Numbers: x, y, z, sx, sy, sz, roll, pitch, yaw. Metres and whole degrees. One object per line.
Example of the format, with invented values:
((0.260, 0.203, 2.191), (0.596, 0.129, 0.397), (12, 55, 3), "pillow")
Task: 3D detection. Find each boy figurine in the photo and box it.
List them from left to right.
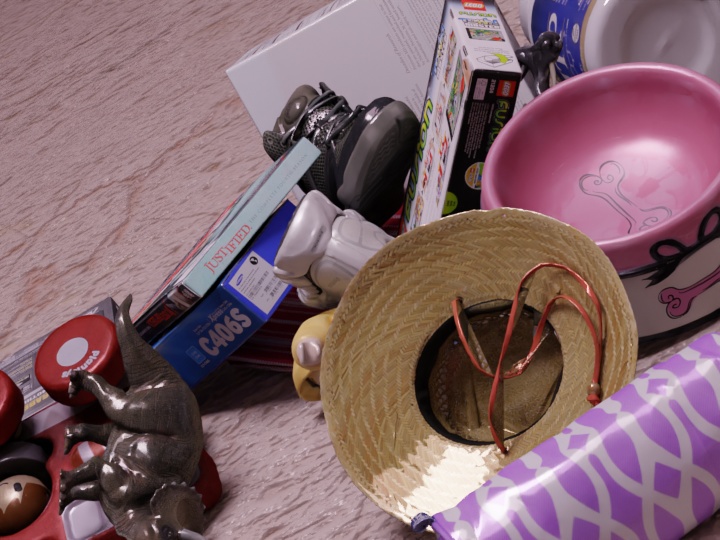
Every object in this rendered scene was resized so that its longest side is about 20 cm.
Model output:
((0.007, 0.057, 1.481), (0.124, 0.065, 0.200), (5, -4, -30), "boy figurine")

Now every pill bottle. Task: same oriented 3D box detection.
((0.194, -0.186, 1.734), (0.120, 0.120, 0.200), (-33, 20, -5), "pill bottle")

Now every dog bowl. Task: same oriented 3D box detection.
((0.164, -0.049, 1.427), (0.200, 0.074, 0.200), (-14, 43, 13), "dog bowl")

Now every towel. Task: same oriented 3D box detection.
((0.001, 0.011, 1.690), (0.200, 0.022, 0.145), (-42, 22, -25), "towel")

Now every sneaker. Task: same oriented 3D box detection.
((-0.018, -0.093, 1.650), (0.076, 0.114, 0.199), (-45, -7, -13), "sneaker")
((0.000, 0.000, 1.549), (0.200, 0.081, 0.075), (19, -86, -79), "sneaker")

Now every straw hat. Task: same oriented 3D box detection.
((0.084, 0.063, 1.349), (0.201, 0.201, 0.085), (-23, -18, 22), "straw hat")

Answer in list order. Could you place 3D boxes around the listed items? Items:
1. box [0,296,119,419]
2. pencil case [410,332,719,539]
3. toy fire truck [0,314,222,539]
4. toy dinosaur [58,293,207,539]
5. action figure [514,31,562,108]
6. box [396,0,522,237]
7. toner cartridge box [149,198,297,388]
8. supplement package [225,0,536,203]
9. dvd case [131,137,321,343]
((-0.263, 0.112, 1.791), (0.200, 0.048, 0.158), (-31, 21, 1), "box")
((0.130, 0.113, 1.194), (0.200, 0.084, 0.086), (-32, -3, -5), "pencil case")
((-0.202, 0.140, 1.576), (0.200, 0.112, 0.168), (-27, 42, 4), "toy fire truck")
((-0.143, 0.116, 1.494), (0.102, 0.077, 0.200), (6, 57, -5), "toy dinosaur")
((0.136, -0.074, 1.586), (0.119, 0.102, 0.200), (-11, 54, -22), "action figure")
((0.063, -0.071, 1.542), (0.035, 0.200, 0.110), (4, 32, -11), "box")
((-0.102, 0.031, 1.649), (0.095, 0.043, 0.200), (-53, 7, -37), "toner cartridge box")
((0.023, -0.149, 1.812), (0.200, 0.152, 0.151), (-28, 9, 10), "supplement package")
((-0.108, -0.012, 1.655), (0.146, 0.022, 0.200), (-52, 5, -25), "dvd case")
